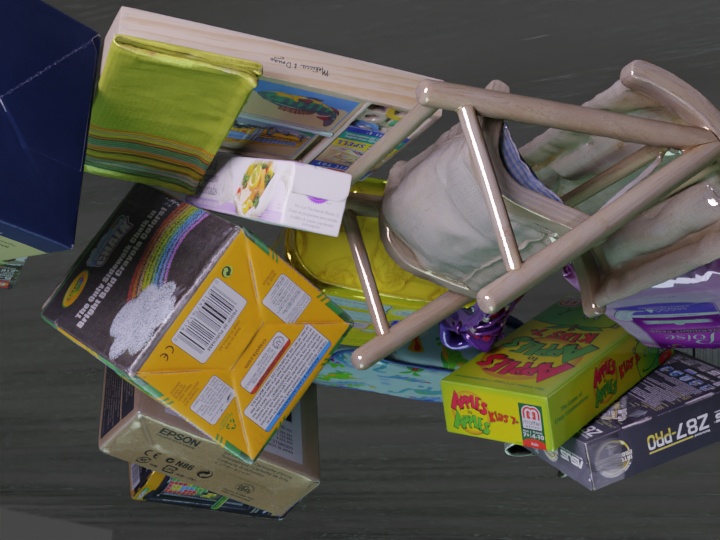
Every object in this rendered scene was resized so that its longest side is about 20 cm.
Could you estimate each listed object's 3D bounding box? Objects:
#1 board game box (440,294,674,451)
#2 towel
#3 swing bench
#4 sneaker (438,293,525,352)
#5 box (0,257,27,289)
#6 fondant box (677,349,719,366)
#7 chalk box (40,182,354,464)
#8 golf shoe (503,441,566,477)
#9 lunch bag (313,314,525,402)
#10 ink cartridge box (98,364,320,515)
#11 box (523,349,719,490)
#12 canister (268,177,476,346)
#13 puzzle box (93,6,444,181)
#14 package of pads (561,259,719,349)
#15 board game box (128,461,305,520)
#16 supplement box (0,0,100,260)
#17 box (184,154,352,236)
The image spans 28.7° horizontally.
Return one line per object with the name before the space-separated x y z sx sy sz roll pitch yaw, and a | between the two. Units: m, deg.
board game box | 0.166 0.079 1.163 0.101 0.048 0.200 7 -157 39
towel | -0.121 -0.089 0.852 0.086 0.018 0.200 8 163 -15
swing bench | 0.101 -0.034 0.856 0.200 0.130 0.199 -12 170 -25
sneaker | 0.108 0.019 1.126 0.080 0.084 0.200 7 163 -8
box | -0.378 -0.032 1.165 0.200 0.038 0.137 10 163 -17
fondant box | 0.310 0.104 1.403 0.200 0.058 0.144 7 163 -5
chalk box | -0.127 0.027 0.992 0.124 0.125 0.200 42 170 -35
golf shoe | 0.158 0.130 1.371 0.200 0.097 0.078 27 157 49
lunch bag | 0.041 0.074 1.330 0.200 0.083 0.161 12 161 -23
ink cartridge box | -0.137 0.117 1.316 0.200 0.165 0.075 25 131 -29
box | 0.213 0.111 1.204 0.161 0.049 0.200 -16 -164 -19
canister | 0.000 0.000 1.089 0.148 0.087 0.200 9 164 -12
puzzle box | -0.065 -0.103 0.864 0.200 0.025 0.133 10 163 -19
package of pads | 0.237 0.003 1.051 0.120 0.076 0.200 -1 163 27
board game box | -0.150 0.140 1.402 0.165 0.200 0.057 13 136 -29
supplement box | -0.289 -0.090 0.776 0.199 0.135 0.200 -7 160 34
box | -0.064 -0.051 0.908 0.041 0.039 0.200 13 180 -23
